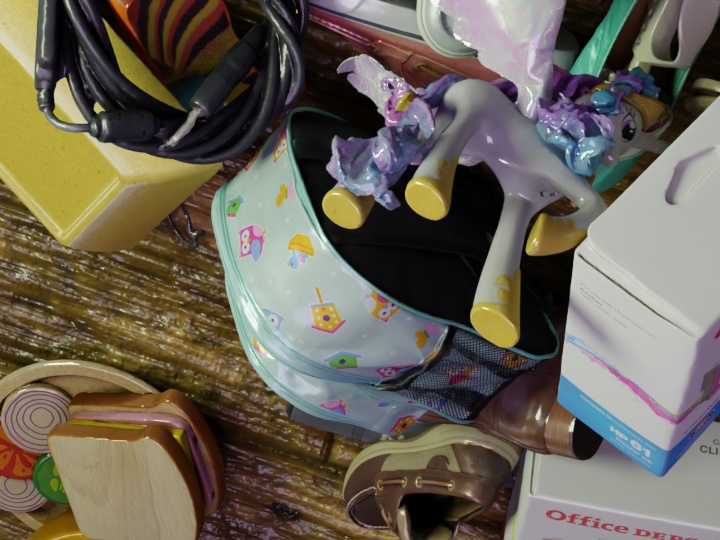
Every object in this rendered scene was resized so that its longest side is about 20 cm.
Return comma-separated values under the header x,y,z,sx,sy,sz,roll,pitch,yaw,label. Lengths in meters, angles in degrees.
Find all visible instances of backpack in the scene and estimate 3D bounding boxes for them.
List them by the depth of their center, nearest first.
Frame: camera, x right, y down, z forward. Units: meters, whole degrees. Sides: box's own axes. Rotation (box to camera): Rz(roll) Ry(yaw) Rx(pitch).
x,y,z,sx,sy,sz,roll,pitch,yaw,label
0.000,0.000,1.069,0.153,0.176,0.200,-36,141,25,backpack

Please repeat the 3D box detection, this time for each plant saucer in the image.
x,y,z,sx,sy,sz,roll,pitch,yaw,label
-0.198,-0.099,1.084,0.200,0.048,0.200,48,150,-6,plant saucer

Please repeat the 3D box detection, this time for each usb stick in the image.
x,y,z,sx,sy,sz,roll,pitch,yaw,label
0.043,0.114,1.254,0.200,0.033,0.056,17,131,0,usb stick

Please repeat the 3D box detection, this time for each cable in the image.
x,y,z,sx,sy,sz,roll,pitch,yaw,label
-0.102,-0.164,0.982,0.163,0.051,0.200,5,84,-24,cable

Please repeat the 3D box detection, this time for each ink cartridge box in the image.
x,y,z,sx,sy,sz,roll,pitch,yaw,label
0.188,0.009,0.959,0.085,0.145,0.200,38,162,21,ink cartridge box
0.175,0.182,1.202,0.145,0.084,0.200,9,143,3,ink cartridge box

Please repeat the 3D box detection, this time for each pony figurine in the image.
x,y,z,sx,sy,sz,roll,pitch,yaw,label
0.067,-0.079,0.940,0.193,0.200,0.167,37,139,6,pony figurine

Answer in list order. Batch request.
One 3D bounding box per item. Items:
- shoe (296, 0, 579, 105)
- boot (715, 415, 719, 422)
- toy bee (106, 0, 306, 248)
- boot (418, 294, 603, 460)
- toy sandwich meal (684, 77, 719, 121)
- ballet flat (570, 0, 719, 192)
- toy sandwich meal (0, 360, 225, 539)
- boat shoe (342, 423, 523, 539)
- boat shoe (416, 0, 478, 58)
x,y,z,sx,sy,sz,roll,pitch,yaw,label
0.029,-0.130,1.075,0.200,0.072,0.091,17,119,-5,shoe
0.221,0.067,1.168,0.200,0.066,0.175,11,124,6,boot
-0.093,-0.124,1.096,0.131,0.109,0.200,54,162,20,toy bee
0.091,0.026,1.164,0.200,0.187,0.064,10,158,40,boot
0.290,-0.094,1.001,0.205,0.205,0.070,13,93,3,toy sandwich meal
0.168,-0.124,1.031,0.067,0.070,0.200,14,116,-16,ballet flat
-0.201,0.155,1.301,0.205,0.070,0.205,6,123,8,toy sandwich meal
0.041,0.163,1.228,0.072,0.072,0.200,30,149,-21,boat shoe
0.105,-0.201,0.982,0.070,0.072,0.201,39,103,-11,boat shoe
